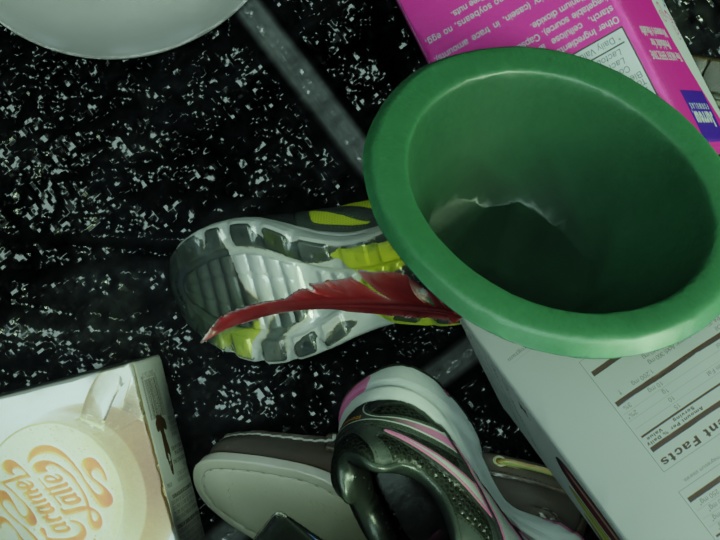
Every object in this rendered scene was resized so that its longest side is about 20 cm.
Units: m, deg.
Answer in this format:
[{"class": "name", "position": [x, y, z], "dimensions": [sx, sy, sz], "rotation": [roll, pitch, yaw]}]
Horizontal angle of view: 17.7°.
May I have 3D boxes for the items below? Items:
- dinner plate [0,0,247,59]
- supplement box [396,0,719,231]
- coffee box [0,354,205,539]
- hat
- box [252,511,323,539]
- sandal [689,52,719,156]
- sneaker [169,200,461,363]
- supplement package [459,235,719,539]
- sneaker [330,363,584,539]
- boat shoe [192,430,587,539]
[{"class": "dinner plate", "position": [-0.130, -0.210, 1.195], "dimensions": [0.200, 0.024, 0.201], "rotation": [0, 91, 3]}, {"class": "supplement box", "position": [0.086, -0.125, 1.124], "dimensions": [0.103, 0.101, 0.200], "rotation": [-27, 84, 20]}, {"class": "coffee box", "position": [-0.135, 0.153, 1.143], "dimensions": [0.114, 0.080, 0.200], "rotation": [-14, 90, 4]}, {"class": "hat", "position": [0.062, 0.010, 1.066], "dimensions": [0.166, 0.176, 0.200], "rotation": [-31, 64, -32]}, {"class": "box", "position": [0.031, 0.219, 1.060], "dimensions": [0.200, 0.164, 0.086], "rotation": [38, 87, 29]}, {"class": "sandal", "position": [0.212, -0.066, 1.164], "dimensions": [0.200, 0.055, 0.082], "rotation": [10, 93, 18]}, {"class": "sneaker", "position": [0.000, 0.000, 1.168], "dimensions": [0.200, 0.085, 0.075], "rotation": [-3, 102, 24]}, {"class": "supplement package", "position": [0.150, 0.081, 1.073], "dimensions": [0.109, 0.114, 0.200], "rotation": [-34, 56, -3]}, {"class": "sneaker", "position": [0.050, 0.144, 1.081], "dimensions": [0.200, 0.086, 0.080], "rotation": [46, 116, -3]}, {"class": "boat shoe", "position": [0.016, 0.113, 1.170], "dimensions": [0.200, 0.072, 0.060], "rotation": [11, 49, 13]}]
